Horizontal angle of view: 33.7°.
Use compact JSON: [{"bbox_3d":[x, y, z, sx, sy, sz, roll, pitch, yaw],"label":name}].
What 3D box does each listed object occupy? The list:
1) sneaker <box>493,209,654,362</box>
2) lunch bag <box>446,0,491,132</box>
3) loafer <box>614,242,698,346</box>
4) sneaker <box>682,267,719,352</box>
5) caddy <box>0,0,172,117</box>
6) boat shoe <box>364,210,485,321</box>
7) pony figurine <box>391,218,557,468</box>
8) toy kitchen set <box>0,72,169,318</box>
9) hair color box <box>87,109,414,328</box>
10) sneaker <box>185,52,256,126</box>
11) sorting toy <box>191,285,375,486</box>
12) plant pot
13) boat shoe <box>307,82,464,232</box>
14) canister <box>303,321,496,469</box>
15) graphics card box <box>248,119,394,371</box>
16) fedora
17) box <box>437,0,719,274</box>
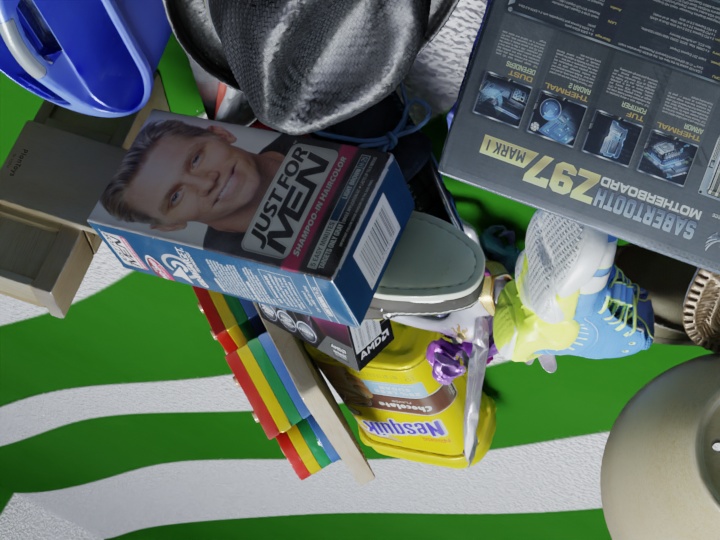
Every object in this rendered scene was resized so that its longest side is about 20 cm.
[{"bbox_3d":[0.156,0.009,0.786,0.103,0.077,0.200,4,161,-6],"label":"sneaker"},{"bbox_3d":[0.135,-0.082,0.777,0.149,0.095,0.200,19,167,6],"label":"lunch bag"},{"bbox_3d":[0.264,0.020,0.872,0.197,0.077,0.068,15,154,-10],"label":"loafer"},{"bbox_3d":[0.266,-0.053,0.744,0.071,0.113,0.202,29,123,6],"label":"sneaker"},{"bbox_3d":[-0.207,-0.183,0.791,0.139,0.106,0.201,9,152,20],"label":"caddy"},{"bbox_3d":[0.000,0.000,0.824,0.199,0.072,0.061,10,143,29],"label":"boat shoe"},{"bbox_3d":[0.095,0.040,0.972,0.198,0.167,0.194,29,150,21],"label":"pony figurine"},{"bbox_3d":[-0.183,-0.029,0.958,0.161,0.202,0.181,16,154,11],"label":"toy kitchen set"},{"bbox_3d":[-0.074,-0.038,0.796,0.198,0.101,0.061,12,153,28],"label":"hair color box"},{"bbox_3d":[-0.092,-0.168,0.805,0.082,0.077,0.201,44,157,15],"label":"sneaker"},{"bbox_3d":[-0.079,0.100,1.141,0.069,0.200,0.201,-29,144,-3],"label":"sorting toy"},{"bbox_3d":[0.247,0.129,0.751,0.185,0.190,0.200,14,168,14],"label":"plant pot"},{"bbox_3d":[0.026,-0.084,0.828,0.200,0.084,0.068,46,172,-39],"label":"boat shoe"},{"bbox_3d":[0.041,0.111,1.191,0.147,0.087,0.201,7,149,28],"label":"canister"},{"bbox_3d":[-0.047,-0.026,0.939,0.125,0.051,0.202,26,144,37],"label":"graphics card box"},{"bbox_3d":[-0.021,-0.146,0.660,0.197,0.093,0.202,-4,140,-4],"label":"fedora"},{"bbox_3d":[0.157,-0.096,0.636,0.197,0.160,0.051,19,-170,4],"label":"box"}]
